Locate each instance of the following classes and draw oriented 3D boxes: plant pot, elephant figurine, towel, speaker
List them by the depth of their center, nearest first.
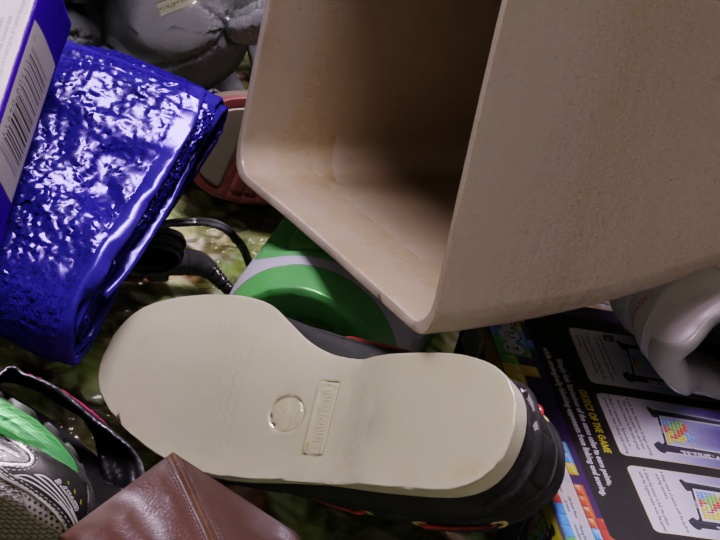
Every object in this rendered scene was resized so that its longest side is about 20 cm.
[{"bbox_3d":[0.081,-0.097,0.947,0.176,0.201,0.200,3,20,-27],"label":"plant pot"},{"bbox_3d":[-0.173,-0.059,0.960,0.199,0.050,0.148,22,57,10],"label":"towel"},{"bbox_3d":[0.000,0.000,1.042,0.088,0.089,0.200,19,28,8],"label":"speaker"},{"bbox_3d":[-0.112,-0.152,1.237,0.155,0.141,0.200,47,14,-1],"label":"elephant figurine"}]

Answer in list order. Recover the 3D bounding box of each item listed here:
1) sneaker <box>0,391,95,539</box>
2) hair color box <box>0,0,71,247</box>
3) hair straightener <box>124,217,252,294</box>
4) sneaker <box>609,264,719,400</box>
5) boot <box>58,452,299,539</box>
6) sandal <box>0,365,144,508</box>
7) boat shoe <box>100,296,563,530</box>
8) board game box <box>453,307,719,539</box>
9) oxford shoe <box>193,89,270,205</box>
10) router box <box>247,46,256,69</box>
[{"bbox_3d":[-0.194,0.088,0.809,0.199,0.078,0.085,2,36,-5],"label":"sneaker"},{"bbox_3d":[-0.228,-0.083,0.910,0.199,0.110,0.065,14,-17,6],"label":"hair color box"},{"bbox_3d":[-0.132,-0.005,1.009,0.199,0.041,0.077,7,-15,-28],"label":"hair straightener"},{"bbox_3d":[0.208,0.039,0.986,0.199,0.078,0.100,4,35,-5],"label":"sneaker"},{"bbox_3d":[-0.071,0.140,0.745,0.186,0.064,0.200,11,35,-38],"label":"boot"},{"bbox_3d":[-0.119,0.074,0.886,0.200,0.045,0.075,27,30,22],"label":"sandal"},{"bbox_3d":[-0.015,0.059,0.904,0.201,0.074,0.063,10,-18,31],"label":"boat shoe"},{"bbox_3d":[0.135,0.091,0.973,0.165,0.057,0.200,10,28,-14],"label":"board game box"},{"bbox_3d":[0.002,-0.062,1.176,0.199,0.071,0.075,13,12,-17],"label":"oxford shoe"},{"bbox_3d":[0.053,-0.154,1.277,0.200,0.051,0.149,-9,7,43],"label":"router box"}]
